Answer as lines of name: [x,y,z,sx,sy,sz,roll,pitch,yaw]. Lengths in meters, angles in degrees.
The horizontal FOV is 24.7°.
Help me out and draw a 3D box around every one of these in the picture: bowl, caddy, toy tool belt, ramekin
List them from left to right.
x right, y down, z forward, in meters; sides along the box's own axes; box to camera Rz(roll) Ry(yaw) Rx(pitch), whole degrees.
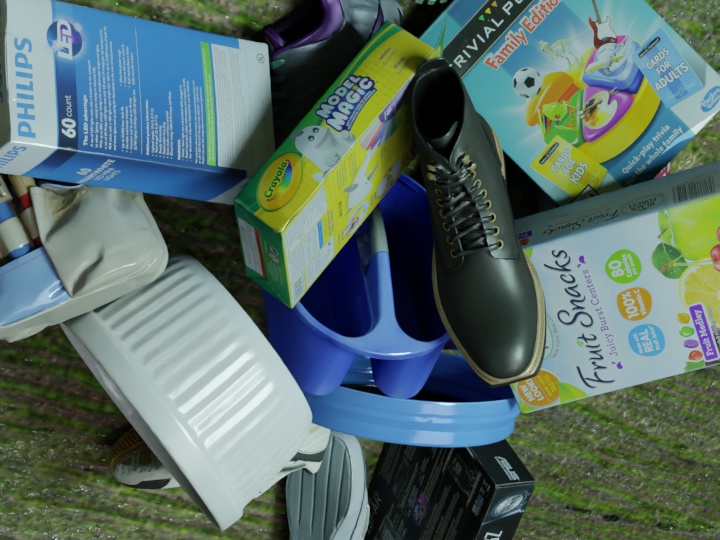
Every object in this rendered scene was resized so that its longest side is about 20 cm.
toy tool belt: [-0.239,-0.021,1.126,0.198,0.124,0.125,-23,172,-8]
ramekin: [-0.123,0.081,1.213,0.105,0.200,0.201,-38,137,-12]
caddy: [0.000,0.000,1.223,0.140,0.202,0.106,4,136,-17]
bowl: [0.033,0.099,1.319,0.199,0.200,0.040,1,100,-33]

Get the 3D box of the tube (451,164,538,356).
tube: [0.128,-0.021,1.398,0.077,0.050,0.202,5,114,-47]

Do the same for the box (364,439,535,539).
box: [0.070,0.213,1.466,0.043,0.161,0.202,-1,125,-30]

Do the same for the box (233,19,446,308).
box: [-0.007,-0.082,1.135,0.200,0.048,0.118,-49,162,-20]

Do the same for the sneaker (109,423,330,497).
sneaker: [-0.111,0.159,1.362,0.198,0.076,0.089,-12,127,-24]

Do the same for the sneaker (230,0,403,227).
sneaker: [-0.056,-0.127,1.178,0.087,0.074,0.201,27,97,-33]

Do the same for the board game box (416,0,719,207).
board game box: [0.154,-0.148,1.220,0.200,0.047,0.151,43,99,-6]

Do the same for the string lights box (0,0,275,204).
string lights box: [-0.154,-0.110,1.087,0.198,0.104,0.059,7,161,-36]

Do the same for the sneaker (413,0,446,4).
sneaker: [0.010,-0.245,1.106,0.199,0.078,0.086,23,111,-42]

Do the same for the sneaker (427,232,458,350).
sneaker: [0.087,-0.011,1.331,0.087,0.081,0.202,16,126,-4]

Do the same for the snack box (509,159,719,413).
snack box: [0.191,0.015,1.212,0.198,0.053,0.143,-15,119,16]

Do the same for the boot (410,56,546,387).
boot: [0.070,-0.031,1.116,0.077,0.202,0.138,-18,159,7]

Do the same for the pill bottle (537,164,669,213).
pill bottle: [0.198,-0.048,1.340,0.108,0.109,0.202,-16,118,-21]

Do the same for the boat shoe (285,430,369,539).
boat shoe: [-0.027,0.215,1.484,0.067,0.073,0.202,-32,143,-50]
